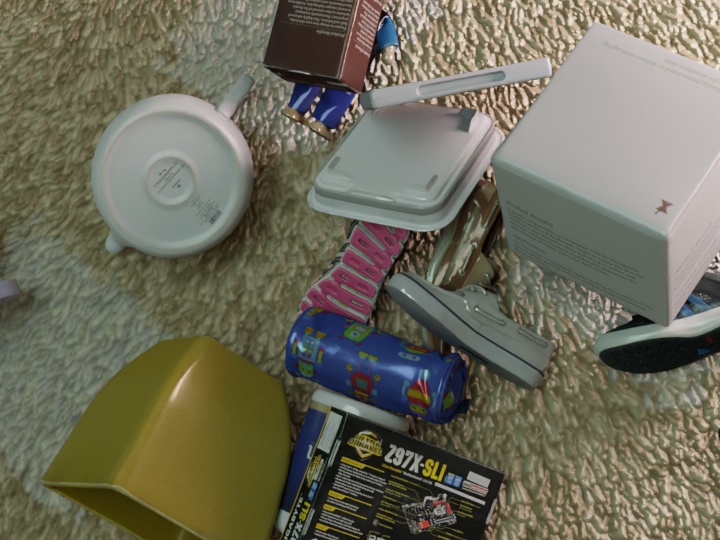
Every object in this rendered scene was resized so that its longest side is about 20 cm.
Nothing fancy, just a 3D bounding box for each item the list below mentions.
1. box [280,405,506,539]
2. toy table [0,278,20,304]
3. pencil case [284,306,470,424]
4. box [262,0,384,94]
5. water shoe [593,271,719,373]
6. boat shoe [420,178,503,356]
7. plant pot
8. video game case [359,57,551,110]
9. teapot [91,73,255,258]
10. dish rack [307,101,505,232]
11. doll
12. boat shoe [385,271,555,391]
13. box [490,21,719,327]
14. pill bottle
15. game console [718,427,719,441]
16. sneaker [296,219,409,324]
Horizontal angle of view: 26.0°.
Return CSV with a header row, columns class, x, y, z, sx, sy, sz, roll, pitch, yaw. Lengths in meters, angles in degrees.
class,x,y,z,sx,sy,sz,roll,pitch,yaw
box,0.034,0.248,1.596,0.049,0.199,0.161,8,77,67
toy table,-0.515,0.008,1.875,0.199,0.184,0.118,-21,89,7
pencil case,0.020,0.099,1.645,0.199,0.087,0.078,17,130,24
box,-0.029,-0.307,1.740,0.099,0.075,0.201,13,85,24
water shoe,0.333,0.046,1.590,0.199,0.072,0.079,-15,51,14
boat shoe,0.113,-0.002,1.674,0.071,0.076,0.202,14,91,14
plant pot,-0.185,0.184,1.664,0.194,0.195,0.201,-9,51,56
video game case,0.093,-0.193,1.619,0.181,0.200,0.022,-10,96,-2
teapot,-0.211,-0.117,1.793,0.198,0.146,0.199,-6,102,-1
dish rack,0.049,-0.125,1.677,0.171,0.044,0.200,13,44,23
doll,-0.021,-0.257,1.794,0.136,0.048,0.201,30,91,23
boat shoe,0.119,0.049,1.621,0.199,0.072,0.066,33,79,-11
box,0.268,-0.096,1.548,0.198,0.172,0.200,27,69,26
pill bottle,-0.028,0.237,1.656,0.110,0.111,0.201,16,85,23
game console,0.483,0.126,1.530,0.175,0.116,0.201,27,90,-6
sneaker,0.000,0.000,1.722,0.073,0.087,0.201,32,115,2
